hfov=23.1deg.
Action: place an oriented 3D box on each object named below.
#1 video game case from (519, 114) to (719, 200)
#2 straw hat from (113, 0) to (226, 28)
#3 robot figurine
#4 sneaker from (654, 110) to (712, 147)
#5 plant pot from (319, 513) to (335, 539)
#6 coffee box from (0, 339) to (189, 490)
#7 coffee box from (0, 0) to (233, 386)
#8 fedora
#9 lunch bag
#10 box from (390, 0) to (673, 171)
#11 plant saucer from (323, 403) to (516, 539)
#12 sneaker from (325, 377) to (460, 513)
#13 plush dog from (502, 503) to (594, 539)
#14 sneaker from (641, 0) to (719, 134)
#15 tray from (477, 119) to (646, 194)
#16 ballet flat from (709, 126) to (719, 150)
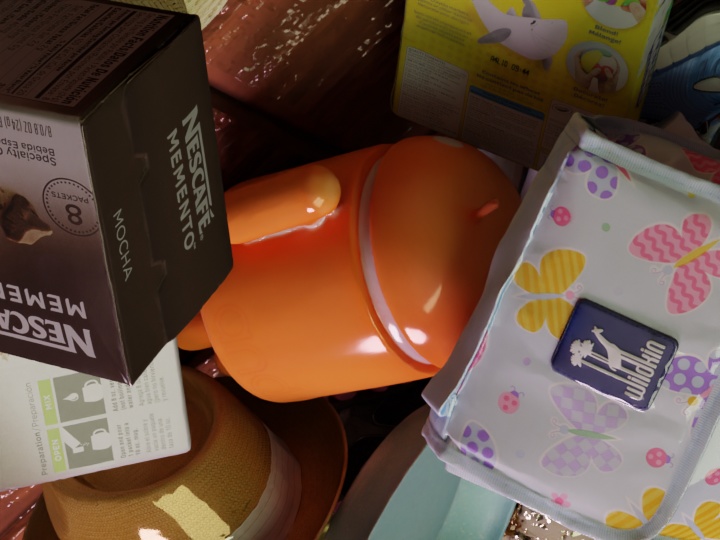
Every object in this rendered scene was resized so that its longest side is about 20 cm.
[{"bbox_3d":[0.161,-0.034,1.003,0.199,0.017,0.143,-19,144,-29],"label":"video game case"},{"bbox_3d":[-0.118,-0.100,0.708,0.200,0.085,0.202,-18,145,-13],"label":"straw hat"},{"bbox_3d":[0.001,0.000,0.860,0.199,0.117,0.144,-13,111,32],"label":"robot figurine"},{"bbox_3d":[0.133,0.011,0.913,0.070,0.080,0.201,-43,171,-46],"label":"sneaker"},{"bbox_3d":[-0.044,0.251,1.060,0.199,0.185,0.200,-4,167,-1],"label":"plant pot"},{"bbox_3d":[-0.181,0.035,0.728,0.199,0.113,0.080,-12,119,-12],"label":"coffee box"},{"bbox_3d":[-0.156,-0.043,0.648,0.080,0.199,0.114,-53,148,-46],"label":"coffee box"},{"bbox_3d":[-0.107,0.107,0.915,0.200,0.201,0.082,-29,126,4],"label":"fedora"},{"bbox_3d":[0.142,0.035,0.789,0.199,0.127,0.170,18,107,-26],"label":"lunch bag"},{"bbox_3d":[0.081,-0.133,0.779,0.200,0.117,0.048,97,19,-52],"label":"box"},{"bbox_3d":[0.027,0.143,0.948,0.200,0.036,0.201,-44,148,-36],"label":"plant saucer"},{"bbox_3d":[0.051,0.093,1.056,0.199,0.096,0.079,-15,150,-16],"label":"sneaker"},{"bbox_3d":[0.146,0.140,1.113,0.199,0.161,0.172,-30,153,6],"label":"plush dog"},{"bbox_3d":[0.181,-0.123,0.898,0.199,0.079,0.089,-13,151,-5],"label":"sneaker"},{"bbox_3d":[0.110,-0.035,0.998,0.107,0.022,0.201,-13,143,-17],"label":"tray"},{"bbox_3d":[0.250,-0.079,0.952,0.200,0.074,0.074,-36,151,-27],"label":"ballet flat"}]
